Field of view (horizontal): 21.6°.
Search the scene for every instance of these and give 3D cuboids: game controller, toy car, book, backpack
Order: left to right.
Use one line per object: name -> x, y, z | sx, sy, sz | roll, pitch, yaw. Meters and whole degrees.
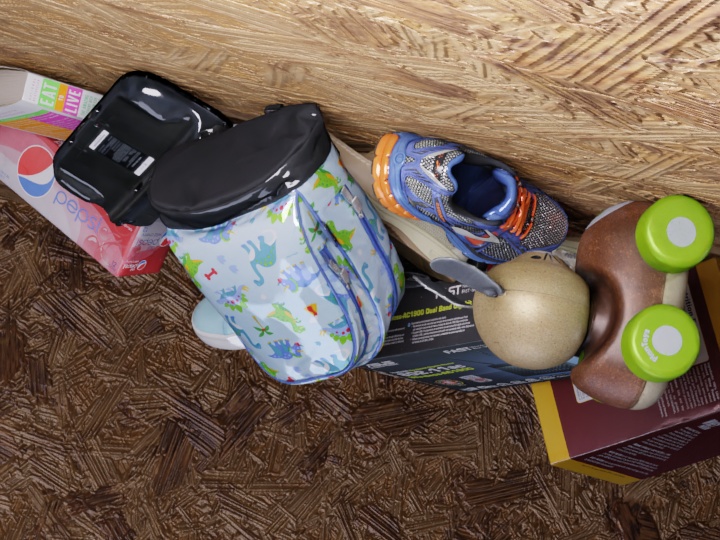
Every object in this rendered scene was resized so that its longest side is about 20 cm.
book -> -0.239, -0.136, 1.698 | 0.199, 0.048, 0.133 | 16, 175, -34
game controller -> -0.183, -0.098, 1.556 | 0.104, 0.042, 0.200 | 37, 144, -12
backpack -> -0.053, -0.010, 1.468 | 0.162, 0.154, 0.200 | -14, 138, 28
toy car -> 0.142, 0.013, 1.418 | 0.199, 0.159, 0.164 | 11, 168, -5

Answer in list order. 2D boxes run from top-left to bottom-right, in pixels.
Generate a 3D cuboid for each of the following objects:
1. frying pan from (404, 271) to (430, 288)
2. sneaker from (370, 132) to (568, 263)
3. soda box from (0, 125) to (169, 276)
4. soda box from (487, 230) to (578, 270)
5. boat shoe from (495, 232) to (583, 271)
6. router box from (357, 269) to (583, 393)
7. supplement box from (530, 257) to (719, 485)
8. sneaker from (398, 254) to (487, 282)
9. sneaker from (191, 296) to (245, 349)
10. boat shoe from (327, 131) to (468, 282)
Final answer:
frying pan -> -0.016, 0.007, 1.644 | 0.114, 0.031, 0.190 | -24, -168, -8
sneaker -> 0.097, -0.050, 1.445 | 0.078, 0.076, 0.199 | 6, 172, 46
soda box -> -0.263, -0.077, 1.787 | 0.200, 0.070, 0.063 | 37, -158, 26
soda box -> 0.174, -0.003, 1.820 | 0.070, 0.064, 0.200 | 15, 177, -19
boat shoe -> 0.178, -0.003, 1.670 | 0.199, 0.063, 0.073 | 6, -177, 32
router box -> 0.108, 0.056, 1.640 | 0.149, 0.062, 0.200 | 16, 160, -37
supplement box -> 0.285, 0.099, 1.745 | 0.199, 0.133, 0.197 | -21, 160, 23
sneaker -> 0.058, 0.017, 1.740 | 0.199, 0.060, 0.104 | -20, 158, 37
sneaker -> -0.069, 0.003, 1.597 | 0.199, 0.074, 0.082 | -20, 134, 22
boat shoe -> 0.020, -0.069, 1.533 | 0.200, 0.065, 0.072 | 38, 172, -26
